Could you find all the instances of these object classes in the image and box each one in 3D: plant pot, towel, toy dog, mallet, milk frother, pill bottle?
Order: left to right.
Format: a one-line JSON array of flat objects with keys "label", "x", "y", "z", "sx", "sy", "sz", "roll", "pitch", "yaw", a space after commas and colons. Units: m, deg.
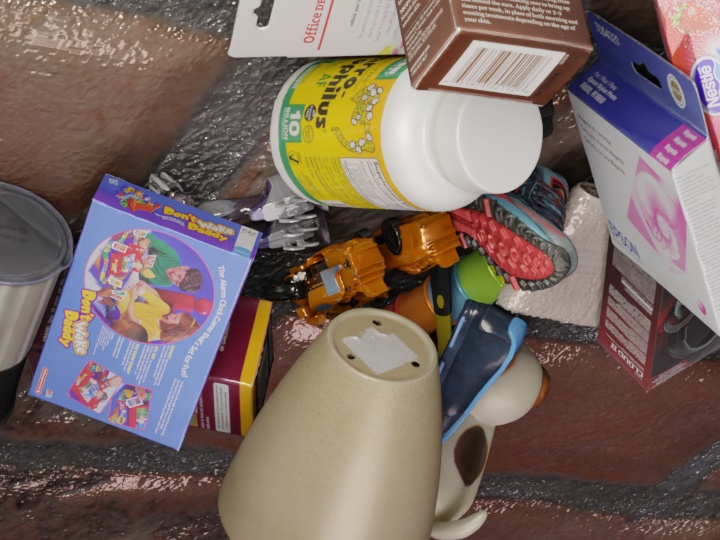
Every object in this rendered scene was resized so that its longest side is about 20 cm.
[{"label": "milk frother", "x": -0.338, "y": 0.055, "z": 1.690, "sx": 0.180, "sy": 0.200, "sz": 0.188, "roll": 13, "pitch": 130, "yaw": -16}, {"label": "plant pot", "x": -0.006, "y": 0.137, "z": 1.786, "sx": 0.187, "sy": 0.187, "sz": 0.200, "roll": 2, "pitch": 130, "yaw": -21}, {"label": "pill bottle", "x": 0.034, "y": -0.100, "z": 1.567, "sx": 0.113, "sy": 0.113, "sz": 0.200, "roll": 17, "pitch": 173, "yaw": -39}, {"label": "mallet", "x": 0.064, "y": 0.041, "z": 1.905, "sx": 0.066, "sy": 0.041, "sz": 0.200, "roll": 1, "pitch": 135, "yaw": 17}, {"label": "toy dog", "x": 0.083, "y": 0.137, "z": 2.030, "sx": 0.140, "sy": 0.194, "sz": 0.200, "roll": 36, "pitch": 95, "yaw": -36}, {"label": "towel", "x": 0.212, "y": -0.008, "z": 1.873, "sx": 0.200, "sy": 0.034, "sz": 0.133, "roll": 8, "pitch": 121, "yaw": -50}]

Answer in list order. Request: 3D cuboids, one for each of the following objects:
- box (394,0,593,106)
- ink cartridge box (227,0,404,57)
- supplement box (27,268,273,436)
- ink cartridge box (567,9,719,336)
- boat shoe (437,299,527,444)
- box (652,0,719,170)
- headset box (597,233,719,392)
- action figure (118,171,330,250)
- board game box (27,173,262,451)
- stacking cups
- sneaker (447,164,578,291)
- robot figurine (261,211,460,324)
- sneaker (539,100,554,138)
[{"label": "box", "x": 0.073, "y": -0.209, "z": 1.376, "sx": 0.100, "sy": 0.200, "sz": 0.075, "roll": 6, "pitch": 150, "yaw": -25}, {"label": "ink cartridge box", "x": 0.008, "y": -0.207, "z": 1.494, "sx": 0.200, "sy": 0.068, "sz": 0.115, "roll": -3, "pitch": 151, "yaw": -14}, {"label": "supplement box", "x": -0.180, "y": 0.069, "z": 1.850, "sx": 0.200, "sy": 0.086, "sz": 0.110, "roll": 10, "pitch": 151, "yaw": 4}, {"label": "ink cartridge box", "x": 0.215, "y": -0.074, "z": 1.591, "sx": 0.043, "sy": 0.196, "sz": 0.200, "roll": -25, "pitch": 117, "yaw": -7}, {"label": "boat shoe", "x": 0.073, "y": 0.094, "z": 1.883, "sx": 0.069, "sy": 0.084, "sz": 0.200, "roll": 34, "pitch": 122, "yaw": -2}, {"label": "box", "x": 0.271, "y": -0.159, "z": 1.549, "sx": 0.100, "sy": 0.096, "sz": 0.200, "roll": -14, "pitch": 120, "yaw": 9}, {"label": "headset box", "x": 0.289, "y": 0.003, "z": 1.864, "sx": 0.149, "sy": 0.077, "sz": 0.200, "roll": -28, "pitch": 145, "yaw": -21}, {"label": "action figure", "x": -0.126, "y": -0.033, "z": 1.755, "sx": 0.200, "sy": 0.069, "sz": 0.130, "roll": -14, "pitch": 136, "yaw": -6}, {"label": "board game box", "x": -0.175, "y": 0.036, "z": 1.730, "sx": 0.134, "sy": 0.045, "sz": 0.200, "roll": 21, "pitch": 121, "yaw": -4}, {"label": "stacking cups", "x": 0.088, "y": 0.021, "z": 1.934, "sx": 0.060, "sy": 0.061, "sz": 0.200, "roll": 19, "pitch": 140, "yaw": -41}, {"label": "sneaker", "x": 0.130, "y": -0.053, "z": 1.720, "sx": 0.095, "sy": 0.200, "sz": 0.079, "roll": -27, "pitch": 120, "yaw": -14}, {"label": "robot figurine", "x": 0.000, "y": 0.000, "z": 1.803, "sx": 0.145, "sy": 0.058, "sz": 0.200, "roll": -21, "pitch": 177, "yaw": -23}, {"label": "sneaker", "x": 0.069, "y": -0.097, "z": 1.701, "sx": 0.111, "sy": 0.077, "sz": 0.200, "roll": 7, "pitch": 153, "yaw": -39}]
